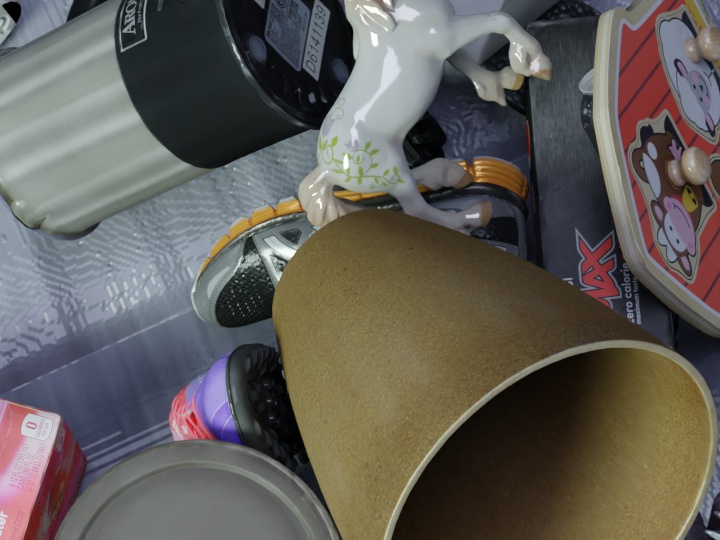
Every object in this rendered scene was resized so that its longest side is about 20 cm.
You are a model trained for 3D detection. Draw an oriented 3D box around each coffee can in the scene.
[{"bbox_3d":[-0.073,0.181,1.281,0.145,0.200,0.148,-1,72,3],"label":"coffee can"}]

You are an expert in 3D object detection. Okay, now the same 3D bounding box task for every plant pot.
[{"bbox_3d":[0.042,0.058,1.228,0.186,0.187,0.200,-34,46,-8],"label":"plant pot"}]

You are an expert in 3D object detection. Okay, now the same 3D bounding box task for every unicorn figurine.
[{"bbox_3d":[0.024,-0.105,1.304,0.137,0.074,0.202,22,78,-25],"label":"unicorn figurine"}]

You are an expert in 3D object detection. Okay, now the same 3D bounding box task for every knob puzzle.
[{"bbox_3d":[0.183,-0.053,1.329,0.030,0.219,0.222,-19,68,34],"label":"knob puzzle"}]

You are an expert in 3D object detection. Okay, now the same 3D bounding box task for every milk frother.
[{"bbox_3d":[-0.077,-0.087,1.413,0.187,0.201,0.181,-21,26,32],"label":"milk frother"}]

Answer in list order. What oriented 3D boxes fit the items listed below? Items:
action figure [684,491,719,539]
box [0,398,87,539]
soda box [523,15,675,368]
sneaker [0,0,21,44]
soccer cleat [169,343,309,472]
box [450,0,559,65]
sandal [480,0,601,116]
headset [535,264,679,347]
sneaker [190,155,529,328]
[{"bbox_3d":[0.258,0.161,1.241,0.198,0.130,0.070,13,112,22],"label":"action figure"},{"bbox_3d":[-0.228,0.169,1.347,0.102,0.095,0.202,14,73,7],"label":"box"},{"bbox_3d":[0.126,-0.035,1.345,0.070,0.063,0.202,-4,66,3],"label":"soda box"},{"bbox_3d":[-0.314,-0.155,1.464,0.199,0.081,0.147,-32,77,-2],"label":"sneaker"},{"bbox_3d":[-0.069,0.078,1.316,0.073,0.200,0.069,-8,84,4],"label":"soccer cleat"},{"bbox_3d":[0.081,-0.221,1.410,0.124,0.098,0.200,36,43,12],"label":"box"},{"bbox_3d":[0.149,-0.100,1.449,0.199,0.048,0.076,21,72,-4],"label":"sandal"},{"bbox_3d":[0.134,0.047,1.394,0.200,0.094,0.124,-40,68,5],"label":"headset"},{"bbox_3d":[0.000,0.000,1.382,0.198,0.078,0.078,-17,64,16],"label":"sneaker"}]
